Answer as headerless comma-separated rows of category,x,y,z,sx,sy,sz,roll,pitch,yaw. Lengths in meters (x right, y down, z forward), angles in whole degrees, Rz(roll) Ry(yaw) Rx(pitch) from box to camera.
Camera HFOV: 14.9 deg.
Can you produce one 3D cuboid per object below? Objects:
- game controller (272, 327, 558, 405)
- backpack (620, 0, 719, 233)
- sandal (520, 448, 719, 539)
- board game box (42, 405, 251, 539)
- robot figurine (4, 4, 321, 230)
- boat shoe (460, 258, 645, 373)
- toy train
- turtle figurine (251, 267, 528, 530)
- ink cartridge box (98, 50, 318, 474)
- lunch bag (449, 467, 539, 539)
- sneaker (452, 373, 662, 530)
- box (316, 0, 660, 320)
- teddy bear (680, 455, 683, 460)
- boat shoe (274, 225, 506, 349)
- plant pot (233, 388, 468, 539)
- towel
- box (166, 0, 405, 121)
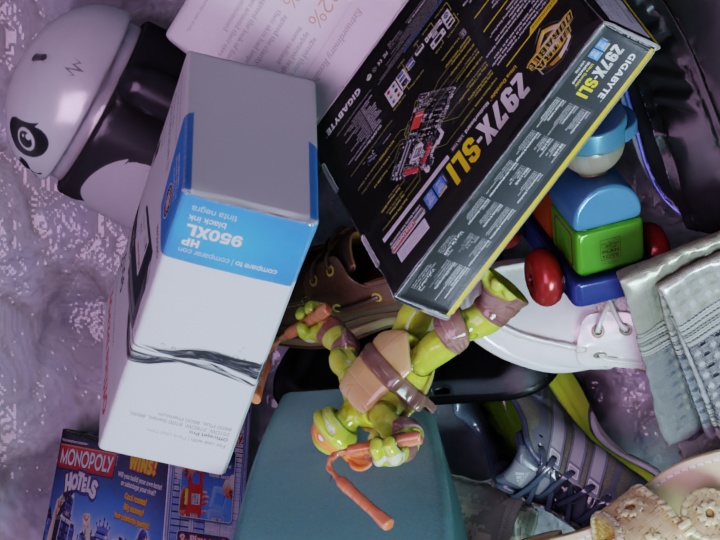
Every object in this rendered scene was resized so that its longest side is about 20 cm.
game controller,0.040,0.047,1.726,0.199,0.105,0.042,-5,134,28
backpack,0.233,-0.121,1.598,0.199,0.154,0.192,-7,93,24
sandal,0.157,0.170,1.619,0.211,0.070,0.078,-24,92,25
board game box,-0.138,0.168,1.802,0.200,0.061,0.201,10,88,59
robot figurine,-0.128,-0.083,1.743,0.199,0.125,0.151,29,123,-11
boat shoe,0.157,0.024,1.647,0.199,0.069,0.071,7,71,-20
toy train,0.112,-0.074,1.629,0.084,0.200,0.116,-13,123,-12
turtle figurine,0.025,0.059,1.597,0.064,0.200,0.161,37,100,-33
ink cartridge box,-0.091,-0.003,1.629,0.084,0.145,0.201,13,126,-12
lunch bag,0.017,0.214,1.762,0.163,0.118,0.201,13,91,18
sneaker,0.127,0.132,1.700,0.200,0.081,0.074,47,126,28
box,0.064,-0.098,1.557,0.200,0.049,0.160,-53,40,20
teddy bear,0.248,0.190,1.700,0.144,0.067,0.201,19,107,14
boat shoe,0.000,0.000,1.714,0.199,0.072,0.068,-4,135,29
plant pot,0.001,0.178,1.644,0.140,0.142,0.201,-4,56,9
towel,0.257,0.034,1.593,0.199,0.193,0.035,-20,49,5
box,0.011,-0.151,1.702,0.200,0.106,0.153,38,110,10
